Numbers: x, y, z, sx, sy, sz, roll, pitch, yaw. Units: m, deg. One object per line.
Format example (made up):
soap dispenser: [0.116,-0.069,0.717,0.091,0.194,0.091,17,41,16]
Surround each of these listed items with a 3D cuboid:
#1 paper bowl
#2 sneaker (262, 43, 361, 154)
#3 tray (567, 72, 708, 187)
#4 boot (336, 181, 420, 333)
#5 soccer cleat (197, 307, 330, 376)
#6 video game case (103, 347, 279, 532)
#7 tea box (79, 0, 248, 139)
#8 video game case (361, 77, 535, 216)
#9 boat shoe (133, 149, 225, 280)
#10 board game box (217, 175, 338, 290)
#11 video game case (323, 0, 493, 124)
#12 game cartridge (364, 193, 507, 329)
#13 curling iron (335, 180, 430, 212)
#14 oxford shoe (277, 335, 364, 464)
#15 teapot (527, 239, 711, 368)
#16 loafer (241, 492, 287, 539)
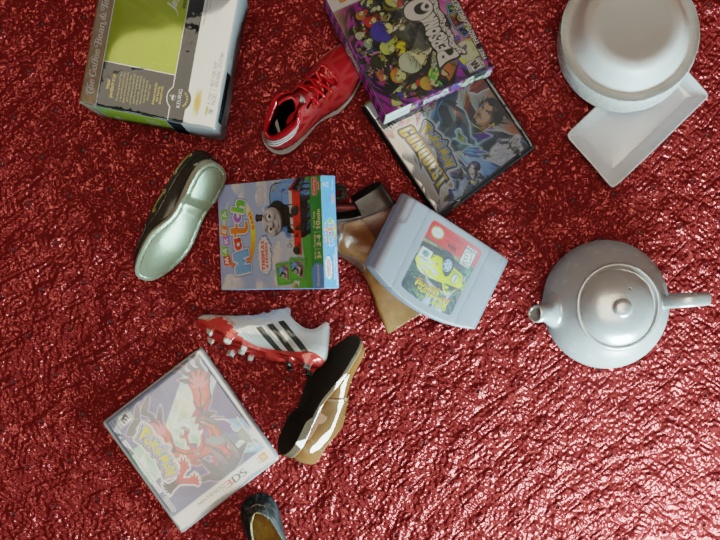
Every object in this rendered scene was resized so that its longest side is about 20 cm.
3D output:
paper bowl: [0.382,-0.336,1.496,0.196,0.104,0.205,-1,83,6]
sneaker: [-0.063,-0.248,1.491,0.078,0.116,0.201,39,90,-2]
tray: [0.407,-0.228,1.552,0.200,0.022,0.108,-43,92,-1]
boot: [0.000,0.000,1.531,0.186,0.069,0.202,-30,107,-2]
soccer cleat: [-0.138,0.088,1.523,0.196,0.069,0.086,16,66,6]
video game case: [-0.247,0.248,1.538,0.181,0.023,0.201,-36,91,-1]
tea box: [-0.272,-0.306,1.476,0.193,0.134,0.204,12,90,-3]
video game case: [0.129,-0.209,1.534,0.180,0.025,0.201,-36,91,-7]
boat shoe: [-0.268,-0.079,1.517,0.071,0.061,0.203,28,101,-45]
board game box: [-0.118,-0.050,1.476,0.197,0.036,0.155,-2,91,39]
video game case: [0.068,-0.335,1.502,0.179,0.036,0.203,-24,80,-11]
game cartridge: [0.108,-0.003,1.503,0.198,0.041,0.135,30,87,-23]
curling iron: [0.027,-0.101,1.540,0.196,0.026,0.051,7,93,-2]
oxford shoe: [-0.044,0.189,1.532,0.071,0.071,0.202,31,89,-30]
teapot: [0.361,0.049,1.493,0.197,0.146,0.201,41,89,-2]
loafer: [-0.124,0.427,1.519,0.072,0.072,0.203,-24,92,-2]
